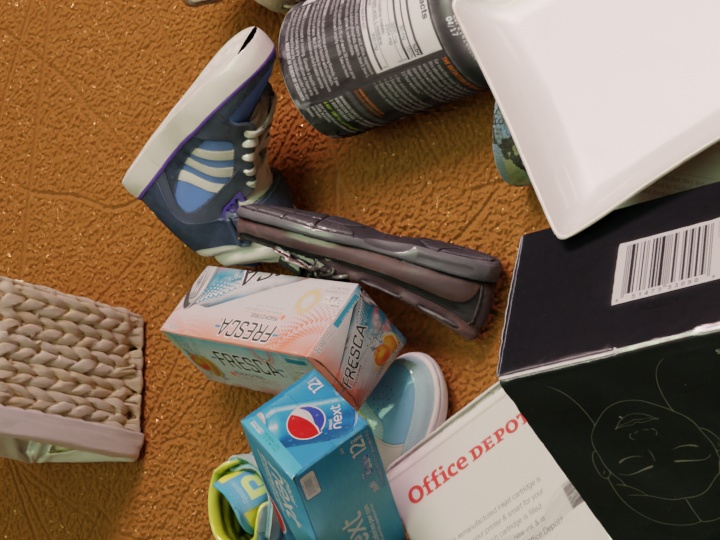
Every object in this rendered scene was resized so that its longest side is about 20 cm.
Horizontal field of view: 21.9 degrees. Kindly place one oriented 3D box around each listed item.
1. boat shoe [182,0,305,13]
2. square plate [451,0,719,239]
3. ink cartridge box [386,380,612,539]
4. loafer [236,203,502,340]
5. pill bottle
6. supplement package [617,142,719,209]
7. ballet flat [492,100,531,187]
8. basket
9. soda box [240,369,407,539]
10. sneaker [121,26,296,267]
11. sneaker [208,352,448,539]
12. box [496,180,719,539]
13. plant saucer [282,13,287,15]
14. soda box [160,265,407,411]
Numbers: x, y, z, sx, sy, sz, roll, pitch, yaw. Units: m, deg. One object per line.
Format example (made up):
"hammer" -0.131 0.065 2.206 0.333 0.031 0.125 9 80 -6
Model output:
"boat shoe" -0.057 -0.234 1.394 0.198 0.076 0.072 1 118 29
"square plate" 0.170 -0.140 1.103 0.199 0.028 0.199 -32 56 16
"ink cartridge box" 0.121 0.184 1.231 0.145 0.085 0.201 -39 65 27
"loafer" 0.000 0.000 1.329 0.198 0.072 0.064 13 99 14
"pill bottle" 0.047 -0.169 1.321 0.199 0.106 0.107 -16 75 34
"supplement package" 0.215 -0.104 1.179 0.117 0.117 0.202 12 91 36
"ballet flat" 0.129 -0.128 1.231 0.074 0.074 0.201 33 139 35
"basket" -0.278 0.080 1.481 0.135 0.199 0.125 -4 75 36
"soda box" -0.016 0.165 1.254 0.064 0.201 0.068 -33 47 -17
"sneaker" -0.078 -0.079 1.395 0.146 0.081 0.200 37 133 -11
"sneaker" -0.030 0.136 1.323 0.080 0.130 0.201 48 111 32
"box" 0.213 0.061 1.078 0.199 0.197 0.125 -15 39 28
"plant saucer" -0.021 -0.289 1.432 0.199 0.037 0.202 -5 81 36
"soda box" -0.059 0.047 1.354 0.199 0.064 0.069 7 54 52
